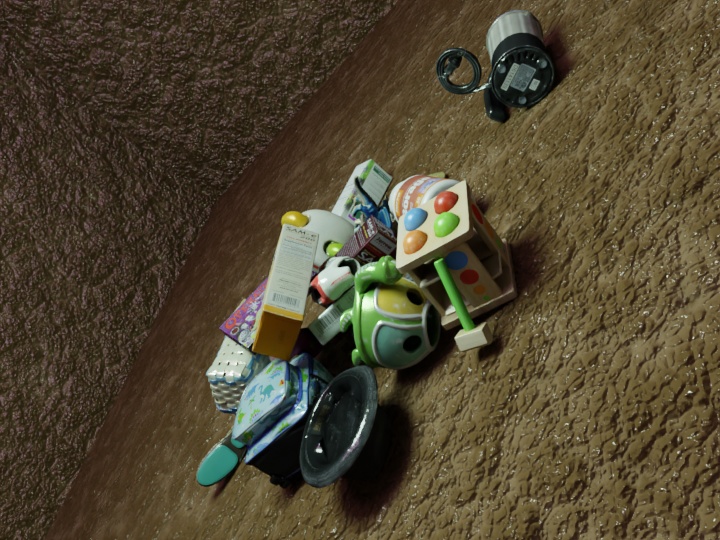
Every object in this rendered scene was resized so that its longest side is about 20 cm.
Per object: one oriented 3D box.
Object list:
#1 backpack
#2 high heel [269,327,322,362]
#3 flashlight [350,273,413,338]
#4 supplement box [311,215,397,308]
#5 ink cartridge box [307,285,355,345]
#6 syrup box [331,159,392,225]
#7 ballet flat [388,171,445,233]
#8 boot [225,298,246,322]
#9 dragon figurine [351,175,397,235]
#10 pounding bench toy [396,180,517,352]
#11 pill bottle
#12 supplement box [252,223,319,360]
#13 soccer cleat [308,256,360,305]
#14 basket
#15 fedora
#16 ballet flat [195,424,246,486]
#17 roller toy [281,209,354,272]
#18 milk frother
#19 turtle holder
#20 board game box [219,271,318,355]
[{"bbox_3d":[-0.130,0.246,1.148,0.183,0.147,0.201,-42,19,18],"label":"backpack"},{"bbox_3d":[-0.102,0.133,1.282,0.096,0.067,0.200,-48,-7,22],"label":"high heel"},{"bbox_3d":[0.056,0.071,1.132,0.200,0.067,0.069,-42,68,36],"label":"flashlight"},{"bbox_3d":[0.000,0.000,1.278,0.200,0.108,0.061,-47,34,21],"label":"supplement box"},{"bbox_3d":[-0.020,0.065,1.175,0.159,0.047,0.200,-41,-1,-4],"label":"ink cartridge box"},{"bbox_3d":[-0.007,-0.166,1.581,0.081,0.078,0.203,-11,48,59],"label":"syrup box"},{"bbox_3d":[0.097,-0.142,1.348,0.200,0.070,0.071,-48,22,16],"label":"ballet flat"},{"bbox_3d":[-0.269,0.187,1.509,0.203,0.154,0.072,-60,23,-15],"label":"boot"},{"bbox_3d":[0.033,-0.113,1.287,0.059,0.097,0.204,-86,-6,-55],"label":"dragon figurine"},{"bbox_3d":[0.134,-0.004,0.918,0.123,0.156,0.202,-27,32,26],"label":"pounding bench toy"},{"bbox_3d":[0.125,-0.118,1.191,0.113,0.111,0.200,-54,22,-2],"label":"pill bottle"},{"bbox_3d":[-0.133,0.036,1.136,0.127,0.072,0.203,114,168,-46],"label":"supplement box"},{"bbox_3d":[-0.034,0.007,1.130,0.084,0.070,0.200,-30,5,11],"label":"soccer cleat"},{"bbox_3d":[-0.220,0.224,1.312,0.136,0.202,0.178,-6,40,25],"label":"basket"},{"bbox_3d":[-0.009,0.247,0.964,0.200,0.091,0.202,-44,24,25],"label":"fedora"},{"bbox_3d":[-0.275,0.380,1.385,0.201,0.068,0.075,-51,0,-5],"label":"ballet flat"},{"bbox_3d":[-0.081,-0.038,1.404,0.184,0.196,0.142,80,-149,-57],"label":"roller toy"},{"bbox_3d":[0.256,-0.417,1.240,0.180,0.198,0.190,-43,23,34],"label":"milk frother"},{"bbox_3d":[0.053,0.064,1.003,0.129,0.190,0.140,1,10,26],"label":"turtle holder"},{"bbox_3d":[-0.178,0.068,1.267,0.200,0.033,0.119,-48,35,-19],"label":"board game box"}]
